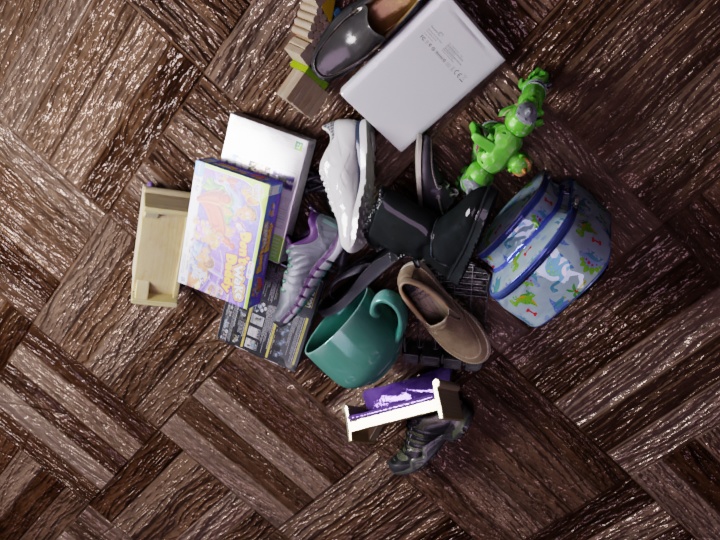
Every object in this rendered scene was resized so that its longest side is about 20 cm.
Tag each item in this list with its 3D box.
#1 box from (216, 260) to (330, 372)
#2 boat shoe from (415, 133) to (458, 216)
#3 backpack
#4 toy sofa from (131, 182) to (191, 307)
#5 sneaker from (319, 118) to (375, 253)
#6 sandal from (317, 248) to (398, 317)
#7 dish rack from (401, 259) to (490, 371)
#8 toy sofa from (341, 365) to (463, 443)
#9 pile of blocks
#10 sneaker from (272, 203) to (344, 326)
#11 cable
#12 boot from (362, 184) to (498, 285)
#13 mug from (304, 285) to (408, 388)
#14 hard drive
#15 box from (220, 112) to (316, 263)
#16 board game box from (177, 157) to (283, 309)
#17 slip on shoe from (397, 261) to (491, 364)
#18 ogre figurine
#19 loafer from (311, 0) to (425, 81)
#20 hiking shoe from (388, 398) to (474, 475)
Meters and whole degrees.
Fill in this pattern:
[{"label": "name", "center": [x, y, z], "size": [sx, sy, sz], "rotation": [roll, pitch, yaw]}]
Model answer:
[{"label": "box", "center": [-0.155, 0.062, 1.212], "size": [0.159, 0.049, 0.202], "rotation": [22, 119, 5]}, {"label": "boat shoe", "center": [0.118, -0.113, 1.047], "size": [0.061, 0.073, 0.203], "rotation": [-5, 119, 8]}, {"label": "backpack", "center": [0.252, -0.030, 0.973], "size": [0.146, 0.201, 0.184], "rotation": [37, 120, -6]}, {"label": "toy sofa", "center": [-0.344, -0.045, 1.195], "size": [0.081, 0.098, 0.203], "rotation": [6, 121, -21]}, {"label": "sneaker", "center": [-0.022, -0.127, 1.044], "size": [0.079, 0.076, 0.204], "rotation": [1, 83, 13]}, {"label": "sandal", "center": [0.000, -0.001, 1.130], "size": [0.200, 0.076, 0.043], "rotation": [-42, 102, 17]}, {"label": "dish rack", "center": [0.140, 0.071, 1.137], "size": [0.150, 0.055, 0.203], "rotation": [5, 115, 11]}, {"label": "toy sofa", "center": [0.069, 0.227, 1.181], "size": [0.198, 0.082, 0.099], "rotation": [-21, 67, 29]}, {"label": "pile of blocks", "center": [-0.070, -0.328, 1.003], "size": [0.062, 0.081, 0.203], "rotation": [37, 118, 44]}, {"label": "sneaker", "center": [-0.099, -0.008, 1.097], "size": [0.087, 0.075, 0.201], "rotation": [33, 104, -11]}, {"label": "cable", "center": [-0.096, -0.086, 1.122], "size": [0.197, 0.051, 0.165], "rotation": [24, 119, 3]}, {"label": "boot", "center": [0.093, -0.071, 0.971], "size": [0.161, 0.074, 0.199], "rotation": [28, 146, 9]}, {"label": "mug", "center": [0.004, 0.116, 1.124], "size": [0.114, 0.185, 0.152], "rotation": [44, 73, -11]}, {"label": "hard drive", "center": [0.086, -0.276, 0.976], "size": [0.131, 0.026, 0.199], "rotation": [38, 121, -26]}, {"label": "box", "center": [-0.160, -0.130, 1.094], "size": [0.142, 0.036, 0.203], "rotation": [22, 107, 15]}, {"label": "board game box", "center": [-0.206, -0.059, 1.083], "size": [0.132, 0.045, 0.203], "rotation": [19, 108, 16]}, {"label": "slip on shoe", "center": [0.129, 0.075, 1.077], "size": [0.076, 0.061, 0.201], "rotation": [-33, 102, 24]}, {"label": "ogre figurine", "center": [0.193, -0.177, 0.963], "size": [0.199, 0.120, 0.099], "rotation": [-33, 104, 27]}, {"label": "loafer", "center": [0.009, -0.334, 0.937], "size": [0.199, 0.072, 0.073], "rotation": [-41, 106, 14]}, {"label": "hiking shoe", "center": [0.110, 0.285, 1.247], "size": [0.101, 0.076, 0.200], "rotation": [47, 111, 3]}]
